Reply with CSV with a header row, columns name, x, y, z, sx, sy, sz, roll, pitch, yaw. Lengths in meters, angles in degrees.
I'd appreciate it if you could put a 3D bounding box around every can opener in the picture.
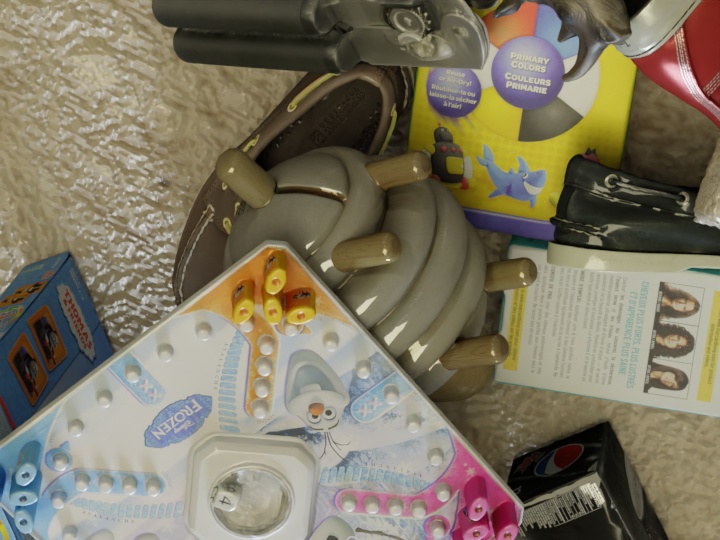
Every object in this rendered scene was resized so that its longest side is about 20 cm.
name,x,y,z,sx,sy,sz,roll,pitch,yaw
can opener,-0.013,-0.137,1.154,0.199,0.067,0.053,8,143,36

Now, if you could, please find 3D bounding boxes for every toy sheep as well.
name,x,y,z,sx,sy,sz,roll,pitch,yaw
toy sheep,0.000,0.000,1.135,0.137,0.138,0.200,-31,123,20

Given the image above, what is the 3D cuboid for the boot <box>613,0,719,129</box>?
name,x,y,z,sx,sy,sz,roll,pitch,yaw
boot,0.228,-0.151,1.108,0.144,0.072,0.200,38,91,-21

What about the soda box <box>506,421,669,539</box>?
name,x,y,z,sx,sy,sz,roll,pitch,yaw
soda box,0.151,0.191,1.263,0.063,0.071,0.201,-23,105,19

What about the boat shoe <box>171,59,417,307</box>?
name,x,y,z,sx,sy,sz,roll,pitch,yaw
boat shoe,-0.042,-0.042,1.215,0.072,0.060,0.200,38,113,-6

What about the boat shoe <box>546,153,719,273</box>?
name,x,y,z,sx,sy,sz,roll,pitch,yaw
boat shoe,0.191,-0.033,1.154,0.198,0.074,0.067,0,96,-10

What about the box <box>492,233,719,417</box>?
name,x,y,z,sx,sy,sz,roll,pitch,yaw
box,0.175,0.029,1.208,0.198,0.049,0.083,9,113,7

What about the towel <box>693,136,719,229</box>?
name,x,y,z,sx,sy,sz,roll,pitch,yaw
towel,0.252,-0.056,1.096,0.199,0.034,0.133,18,95,-37

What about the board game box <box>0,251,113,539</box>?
name,x,y,z,sx,sy,sz,roll,pitch,yaw
board game box,-0.169,0.096,1.216,0.036,0.200,0.152,-16,107,18

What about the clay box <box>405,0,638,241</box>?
name,x,y,z,sx,sy,sz,roll,pitch,yaw
clay box,0.089,-0.119,1.168,0.114,0.048,0.201,9,113,7

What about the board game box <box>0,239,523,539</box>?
name,x,y,z,sx,sy,sz,roll,pitch,yaw
board game box,-0.054,0.113,1.106,0.200,0.026,0.200,-36,112,15

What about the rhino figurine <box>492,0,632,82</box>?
name,x,y,z,sx,sy,sz,roll,pitch,yaw
rhino figurine,0.096,-0.184,1.033,0.087,0.060,0.201,10,115,27
